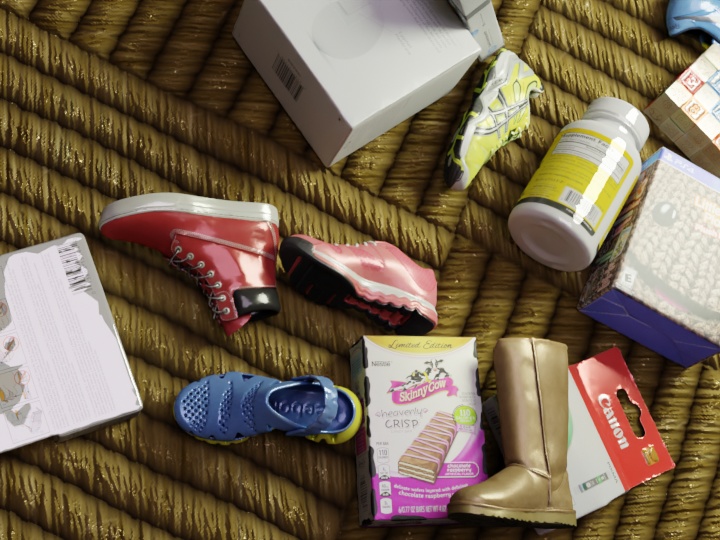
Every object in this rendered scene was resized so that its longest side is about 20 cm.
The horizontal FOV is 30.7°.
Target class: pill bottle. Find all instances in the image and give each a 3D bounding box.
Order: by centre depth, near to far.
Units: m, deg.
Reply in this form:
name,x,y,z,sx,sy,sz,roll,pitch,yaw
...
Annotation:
name,x,y,z,sx,sy,sz,roll,pitch,yaw
pill bottle,0.266,-0.107,1.558,0.111,0.111,0.201,35,66,-3

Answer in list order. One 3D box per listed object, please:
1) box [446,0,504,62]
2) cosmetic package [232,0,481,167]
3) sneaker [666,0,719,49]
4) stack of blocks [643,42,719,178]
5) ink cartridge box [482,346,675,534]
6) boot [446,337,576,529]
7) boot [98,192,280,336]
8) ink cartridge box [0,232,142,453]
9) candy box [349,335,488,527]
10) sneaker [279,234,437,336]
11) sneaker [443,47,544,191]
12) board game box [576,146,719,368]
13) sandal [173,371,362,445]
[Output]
name,x,y,z,sx,sy,sz,roll,pitch,yaw
box,0.100,-0.345,1.530,0.041,0.200,0.156,-35,75,5
cosmetic package,-0.006,-0.265,1.520,0.199,0.123,0.200,-33,84,-22
sneaker,0.493,-0.314,1.728,0.199,0.066,0.079,12,81,-13
stack of blocks,0.474,-0.176,1.673,0.115,0.059,0.200,-42,88,-25
ink cartridge box,0.256,0.186,1.494,0.199,0.050,0.162,-20,79,-20
boot,0.158,0.171,1.401,0.174,0.066,0.202,13,68,-39
boot,-0.182,-0.003,1.411,0.199,0.072,0.145,4,73,-20
ink cartridge box,-0.338,0.080,1.347,0.175,0.045,0.201,-17,77,-22
candy box,0.064,0.174,1.430,0.135,0.061,0.201,1,72,-17
sneaker,0.000,0.000,1.472,0.199,0.074,0.087,26,54,-17
sneaker,0.161,-0.175,1.569,0.076,0.075,0.201,29,68,-5
board game box,0.376,-0.014,1.569,0.159,0.097,0.201,27,67,-7
sandal,-0.097,0.139,1.369,0.198,0.087,0.080,-2,74,-2
